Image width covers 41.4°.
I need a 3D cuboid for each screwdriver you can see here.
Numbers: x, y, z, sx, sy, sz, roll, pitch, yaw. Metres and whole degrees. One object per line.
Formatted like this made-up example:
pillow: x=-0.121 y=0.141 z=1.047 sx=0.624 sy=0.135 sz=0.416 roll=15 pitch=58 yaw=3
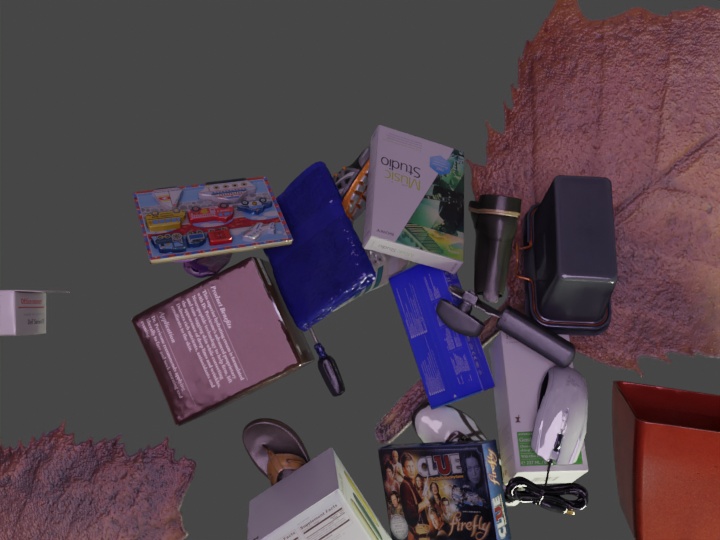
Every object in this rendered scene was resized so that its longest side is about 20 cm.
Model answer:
screwdriver: x=-0.075 y=0.096 z=1.429 sx=0.029 sy=0.028 sz=0.203 roll=-28 pitch=90 yaw=-35

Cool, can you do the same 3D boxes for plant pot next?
plant pot: x=0.448 y=0.276 z=1.313 sx=0.195 sy=0.200 sz=0.180 roll=7 pitch=99 yaw=5

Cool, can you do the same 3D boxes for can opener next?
can opener: x=0.199 y=0.085 z=1.318 sx=0.198 sy=0.053 sz=0.068 roll=31 pitch=100 yaw=8

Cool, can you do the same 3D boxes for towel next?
towel: x=-0.066 y=-0.034 z=1.356 sx=0.147 sy=0.049 sz=0.203 roll=-35 pitch=64 yaw=21

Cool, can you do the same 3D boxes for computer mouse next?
computer mouse: x=0.261 y=0.215 z=1.260 sx=0.107 sy=0.044 sz=0.204 roll=15 pitch=66 yaw=1

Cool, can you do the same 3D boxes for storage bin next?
storage bin: x=0.290 y=-0.032 z=1.324 sx=0.142 sy=0.135 sz=0.204 roll=3 pitch=64 yaw=1

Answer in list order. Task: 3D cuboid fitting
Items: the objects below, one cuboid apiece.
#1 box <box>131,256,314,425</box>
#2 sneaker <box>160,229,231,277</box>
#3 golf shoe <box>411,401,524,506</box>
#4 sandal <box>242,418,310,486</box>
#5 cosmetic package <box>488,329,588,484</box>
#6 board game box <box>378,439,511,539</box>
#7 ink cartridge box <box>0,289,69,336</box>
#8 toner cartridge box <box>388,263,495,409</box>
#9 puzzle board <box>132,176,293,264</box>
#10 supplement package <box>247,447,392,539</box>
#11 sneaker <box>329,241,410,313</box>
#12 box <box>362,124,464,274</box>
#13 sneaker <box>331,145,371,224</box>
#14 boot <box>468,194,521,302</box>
box: x=-0.193 y=0.101 z=1.373 sx=0.197 sy=0.164 sz=0.169 roll=-25 pitch=85 yaw=2
sneaker: x=-0.232 y=-0.027 z=1.377 sx=0.079 sy=0.200 sz=0.090 roll=27 pitch=107 yaw=12
golf shoe: x=0.158 y=0.264 z=1.377 sx=0.199 sy=0.094 sz=0.078 roll=37 pitch=92 yaw=6
sandal: x=-0.107 y=0.310 z=1.412 sx=0.081 sy=0.055 sz=0.203 roll=-28 pitch=87 yaw=4
cosmetic package: x=0.247 y=0.192 z=1.340 sx=0.105 sy=0.085 sz=0.204 roll=-2 pitch=67 yaw=-6
board game box: x=0.115 y=0.313 z=1.347 sx=0.198 sy=0.034 sz=0.139 roll=-13 pitch=84 yaw=44
ink cartridge box: x=-0.547 y=0.063 z=1.424 sx=0.195 sy=0.117 sz=0.069 roll=-1 pitch=88 yaw=5
toner cartridge box: x=0.117 y=0.089 z=1.384 sx=0.094 sy=0.043 sz=0.204 roll=-24 pitch=79 yaw=34
puzzle board: x=-0.207 y=-0.077 z=1.320 sx=0.196 sy=0.018 sz=0.152 roll=-8 pitch=44 yaw=-19
supplement package: x=-0.045 y=0.393 z=1.332 sx=0.149 sy=0.152 sz=0.202 roll=-32 pitch=102 yaw=2
sneaker: x=-0.001 y=0.000 z=1.399 sx=0.198 sy=0.093 sz=0.071 roll=-32 pitch=86 yaw=2
box: x=0.079 y=-0.104 z=1.358 sx=0.141 sy=0.036 sz=0.204 roll=14 pitch=57 yaw=-15
sneaker: x=-0.034 y=-0.107 z=1.419 sx=0.077 sy=0.078 sz=0.202 roll=32 pitch=84 yaw=23
boot: x=0.180 y=-0.026 z=1.334 sx=0.076 sy=0.200 sz=0.142 roll=7 pitch=89 yaw=10
